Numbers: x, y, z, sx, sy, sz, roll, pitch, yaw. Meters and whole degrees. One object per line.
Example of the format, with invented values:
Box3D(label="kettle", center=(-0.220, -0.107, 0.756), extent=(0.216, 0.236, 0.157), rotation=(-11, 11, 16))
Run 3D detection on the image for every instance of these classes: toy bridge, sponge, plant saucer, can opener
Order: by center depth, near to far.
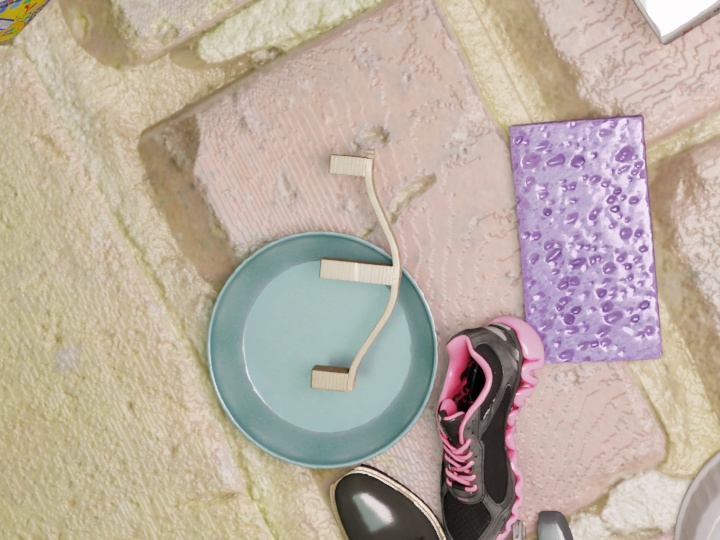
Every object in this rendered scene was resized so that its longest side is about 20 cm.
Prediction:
Box3D(label="toy bridge", center=(0.000, 0.000, 1.552), extent=(0.067, 0.027, 0.202), rotation=(6, 96, 6))
Box3D(label="sponge", center=(0.187, -0.024, 1.553), extent=(0.111, 0.030, 0.202), rotation=(-4, 95, 11))
Box3D(label="can opener", center=(0.149, 0.304, 1.575), extent=(0.066, 0.053, 0.202), rotation=(-2, 95, 9))
Box3D(label="plant saucer", center=(-0.030, 0.066, 1.594), extent=(0.198, 0.036, 0.202), rotation=(1, 95, 9))

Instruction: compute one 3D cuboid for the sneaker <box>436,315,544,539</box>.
Box3D(label="sneaker", center=(0.089, 0.136, 1.540), extent=(0.079, 0.095, 0.202), rotation=(11, 97, 36))

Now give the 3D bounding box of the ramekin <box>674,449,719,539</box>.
Box3D(label="ramekin", center=(0.352, 0.231, 1.514), extent=(0.201, 0.094, 0.204), rotation=(1, 94, 9))

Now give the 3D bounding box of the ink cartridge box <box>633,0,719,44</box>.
Box3D(label="ink cartridge box", center=(0.279, -0.287, 1.456), extent=(0.199, 0.147, 0.145), rotation=(-33, 89, 11))

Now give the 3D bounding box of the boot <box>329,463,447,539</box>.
Box3D(label="boot", center=(0.039, 0.256, 1.546), extent=(0.077, 0.138, 0.200), rotation=(-39, 87, 10))

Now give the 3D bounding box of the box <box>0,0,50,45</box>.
Box3D(label="box", center=(-0.317, -0.326, 1.566), extent=(0.193, 0.122, 0.200), rotation=(-43, 88, 10))
